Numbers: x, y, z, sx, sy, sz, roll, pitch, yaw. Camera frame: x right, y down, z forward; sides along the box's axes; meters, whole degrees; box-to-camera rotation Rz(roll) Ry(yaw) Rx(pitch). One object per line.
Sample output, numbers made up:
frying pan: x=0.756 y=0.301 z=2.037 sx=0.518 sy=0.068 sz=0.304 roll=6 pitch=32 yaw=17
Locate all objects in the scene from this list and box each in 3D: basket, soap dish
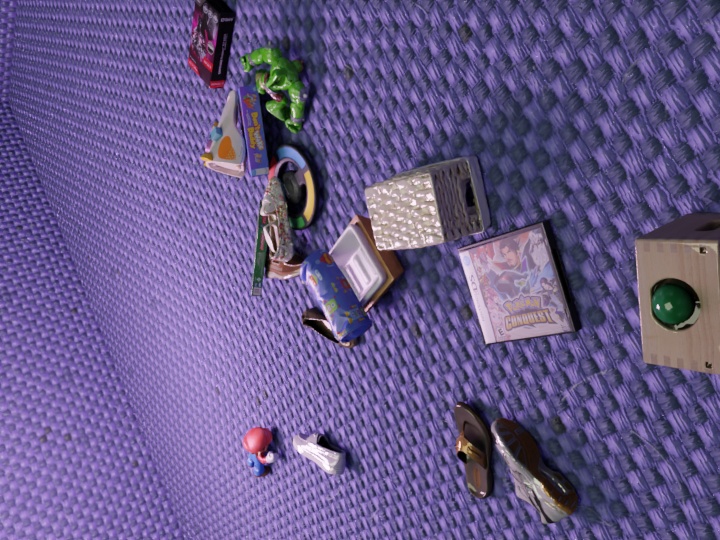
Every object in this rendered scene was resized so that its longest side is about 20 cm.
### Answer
basket: x=0.115 y=-0.116 z=1.198 sx=0.198 sy=0.122 sz=0.139 roll=-5 pitch=101 yaw=51
soap dish: x=0.000 y=0.000 z=1.421 sx=0.160 sy=0.080 sz=0.201 roll=59 pitch=141 yaw=17

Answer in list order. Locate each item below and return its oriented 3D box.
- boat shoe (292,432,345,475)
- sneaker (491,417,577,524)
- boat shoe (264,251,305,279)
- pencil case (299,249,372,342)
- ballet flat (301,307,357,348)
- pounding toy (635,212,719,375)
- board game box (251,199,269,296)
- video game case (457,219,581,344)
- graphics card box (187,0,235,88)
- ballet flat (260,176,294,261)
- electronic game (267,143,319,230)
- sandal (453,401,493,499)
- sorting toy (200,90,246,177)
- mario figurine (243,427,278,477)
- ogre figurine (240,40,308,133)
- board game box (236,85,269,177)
boat shoe: x=-0.108 y=0.464 z=1.752 sx=0.198 sy=0.071 sz=0.070 roll=21 pitch=99 yaw=53
sneaker: x=0.293 y=0.365 z=1.199 sx=0.201 sy=0.074 sz=0.089 roll=53 pitch=138 yaw=25
boat shoe: x=-0.183 y=-0.020 z=1.650 sx=0.197 sy=0.075 sz=0.074 roll=-1 pitch=101 yaw=50
pencil case: x=-0.057 y=0.055 z=1.382 sx=0.087 sy=0.078 sz=0.202 roll=-41 pitch=69 yaw=19
ballet flat: x=-0.080 y=0.140 z=1.603 sx=0.198 sy=0.046 sz=0.069 roll=24 pitch=123 yaw=44
pounding toy: x=0.428 y=0.042 z=0.805 sx=0.140 sy=0.197 sz=0.189 roll=4 pitch=107 yaw=49
board game box: x=-0.257 y=-0.057 z=1.707 sx=0.136 sy=0.028 sz=0.204 roll=-98 pitch=17 yaw=-55
video game case: x=0.266 y=0.027 z=1.144 sx=0.198 sy=0.025 sz=0.185 roll=-17 pitch=90 yaw=53
graphics card box: x=-0.382 y=-0.587 z=1.698 sx=0.126 sy=0.050 sz=0.203 roll=48 pitch=135 yaw=29
ballet flat: x=-0.202 y=-0.119 z=1.573 sx=0.075 sy=0.063 sz=0.206 roll=-8 pitch=94 yaw=57
electronic game: x=-0.161 y=-0.196 z=1.578 sx=0.198 sy=0.041 sz=0.205 roll=24 pitch=122 yaw=44
sandal: x=0.215 y=0.360 z=1.312 sx=0.081 sy=0.054 sz=0.206 roll=9 pitch=111 yaw=49
sorting toy: x=-0.325 y=-0.343 z=1.651 sx=0.200 sy=0.104 sz=0.185 roll=173 pitch=107 yaw=-81
mario figurine: x=-0.295 y=0.540 z=2.025 sx=0.120 sy=0.107 sz=0.203 roll=17 pitch=136 yaw=6
ogre figurine: x=-0.179 y=-0.413 z=1.472 sx=0.119 sy=0.096 sz=0.205 roll=-30 pitch=79 yaw=54
board game box: x=-0.258 y=-0.334 z=1.597 sx=0.134 sy=0.043 sz=0.206 roll=-133 pitch=36 yaw=-72
